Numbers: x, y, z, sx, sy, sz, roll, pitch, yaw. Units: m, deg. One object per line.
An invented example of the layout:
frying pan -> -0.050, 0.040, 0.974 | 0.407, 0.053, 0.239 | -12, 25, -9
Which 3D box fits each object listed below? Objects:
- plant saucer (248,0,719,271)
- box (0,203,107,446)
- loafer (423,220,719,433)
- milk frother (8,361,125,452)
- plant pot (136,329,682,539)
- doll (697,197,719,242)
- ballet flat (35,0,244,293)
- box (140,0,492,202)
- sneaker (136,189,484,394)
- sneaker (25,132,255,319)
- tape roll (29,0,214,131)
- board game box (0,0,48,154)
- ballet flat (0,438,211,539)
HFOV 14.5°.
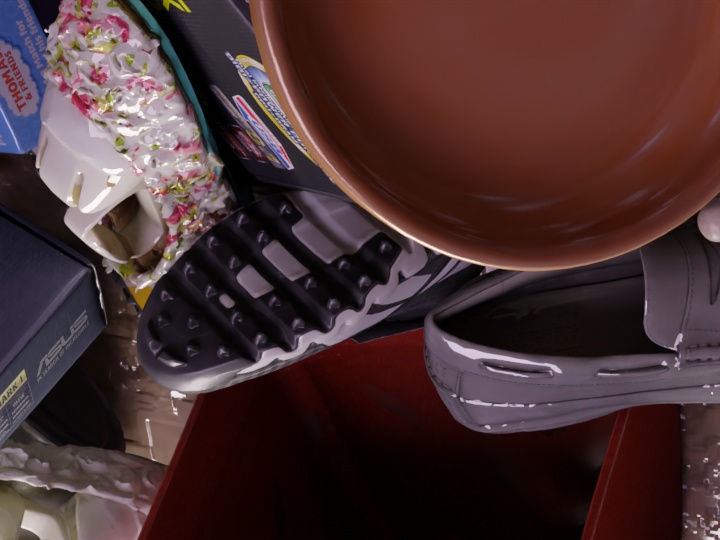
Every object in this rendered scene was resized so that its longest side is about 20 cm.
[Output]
plant saucer -> 0.054, -0.101, 0.913 | 0.200, 0.200, 0.037 | 50, 166, -18
box -> -0.221, 0.042, 1.106 | 0.157, 0.200, 0.051 | 31, 155, 20
loafer -> 0.122, 0.015, 1.088 | 0.199, 0.070, 0.070 | -16, 148, 6
milk frother -> -0.226, 0.077, 1.302 | 0.188, 0.180, 0.200 | -43, 74, 10
plant pot -> 0.037, 0.138, 1.193 | 0.199, 0.200, 0.177 | -1, 137, 26
doll -> 0.116, -0.076, 1.025 | 0.199, 0.048, 0.137 | -3, 111, 1
ballet flat -> -0.086, -0.040, 1.050 | 0.076, 0.064, 0.200 | 45, 171, 21
box -> -0.058, -0.111, 0.973 | 0.200, 0.044, 0.160 | 50, 169, -19
sneaker -> 0.000, 0.000, 1.101 | 0.066, 0.200, 0.091 | 44, 155, 26
sneaker -> -0.085, -0.056, 1.177 | 0.090, 0.070, 0.200 | -32, 102, 7
tape roll -> -0.063, -0.152, 1.076 | 0.199, 0.066, 0.201 | 13, 130, 15
board game box -> -0.205, -0.122, 1.127 | 0.200, 0.037, 0.152 | 7, 127, 53
ballet flat -> -0.143, 0.107, 1.173 | 0.199, 0.072, 0.072 | 16, 141, -30
